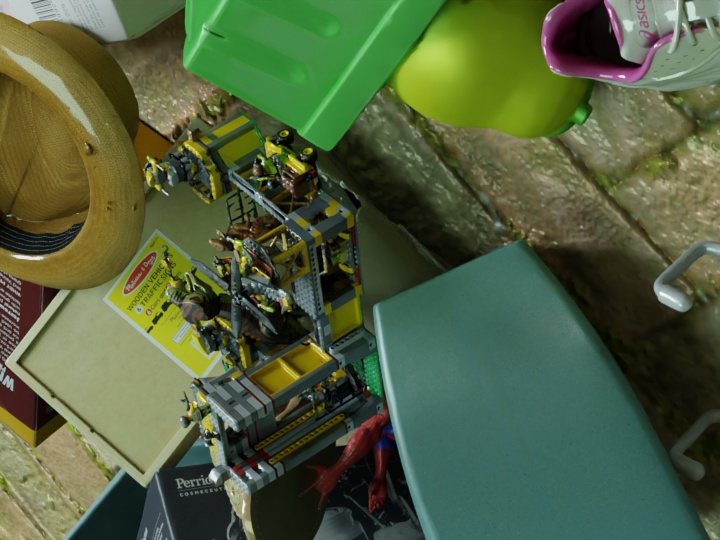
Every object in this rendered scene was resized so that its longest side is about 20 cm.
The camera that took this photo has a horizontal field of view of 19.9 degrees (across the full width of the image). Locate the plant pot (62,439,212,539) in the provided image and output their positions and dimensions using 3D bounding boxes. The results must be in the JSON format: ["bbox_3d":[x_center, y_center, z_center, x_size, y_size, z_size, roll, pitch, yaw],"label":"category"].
[{"bbox_3d":[-0.104,0.256,1.466,0.195,0.197,0.200,-15,119,51],"label":"plant pot"}]

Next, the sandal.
[{"bbox_3d":[-0.056,0.106,1.246,0.069,0.212,0.078,-7,119,24],"label":"sandal"}]

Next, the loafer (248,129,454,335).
[{"bbox_3d":[0.000,0.000,1.205,0.200,0.068,0.076,44,104,10],"label":"loafer"}]

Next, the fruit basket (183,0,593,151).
[{"bbox_3d":[0.028,-0.150,1.039,0.214,0.156,0.216,-1,151,0],"label":"fruit basket"}]

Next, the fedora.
[{"bbox_3d":[-0.189,-0.083,1.204,0.200,0.082,0.201,20,135,21],"label":"fedora"}]

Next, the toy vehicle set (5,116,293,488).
[{"bbox_3d":[-0.114,0.020,1.279,0.124,0.200,0.027,40,-176,15],"label":"toy vehicle set"}]

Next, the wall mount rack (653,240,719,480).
[{"bbox_3d":[0.234,0.067,1.030,0.173,0.075,0.201,19,134,35],"label":"wall mount rack"}]

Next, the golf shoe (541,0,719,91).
[{"bbox_3d":[0.167,-0.115,0.921,0.199,0.091,0.076,-12,90,49],"label":"golf shoe"}]

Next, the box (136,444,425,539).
[{"bbox_3d":[-0.022,0.212,1.268,0.104,0.199,0.183,110,148,-49],"label":"box"}]

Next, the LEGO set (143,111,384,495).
[{"bbox_3d":[-0.073,0.024,1.135,0.154,0.116,0.201,43,151,32],"label":"LEGO set"}]

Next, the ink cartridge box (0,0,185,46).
[{"bbox_3d":[-0.200,-0.208,1.240,0.199,0.087,0.146,-5,117,46],"label":"ink cartridge box"}]

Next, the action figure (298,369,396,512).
[{"bbox_3d":[0.040,0.132,1.233,0.200,0.099,0.065,38,175,-3],"label":"action figure"}]

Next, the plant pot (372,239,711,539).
[{"bbox_3d":[0.086,0.093,1.123,0.141,0.141,0.201,32,-147,-87],"label":"plant pot"}]

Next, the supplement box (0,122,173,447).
[{"bbox_3d":[-0.243,-0.029,1.401,0.197,0.133,0.201,35,141,20],"label":"supplement box"}]
